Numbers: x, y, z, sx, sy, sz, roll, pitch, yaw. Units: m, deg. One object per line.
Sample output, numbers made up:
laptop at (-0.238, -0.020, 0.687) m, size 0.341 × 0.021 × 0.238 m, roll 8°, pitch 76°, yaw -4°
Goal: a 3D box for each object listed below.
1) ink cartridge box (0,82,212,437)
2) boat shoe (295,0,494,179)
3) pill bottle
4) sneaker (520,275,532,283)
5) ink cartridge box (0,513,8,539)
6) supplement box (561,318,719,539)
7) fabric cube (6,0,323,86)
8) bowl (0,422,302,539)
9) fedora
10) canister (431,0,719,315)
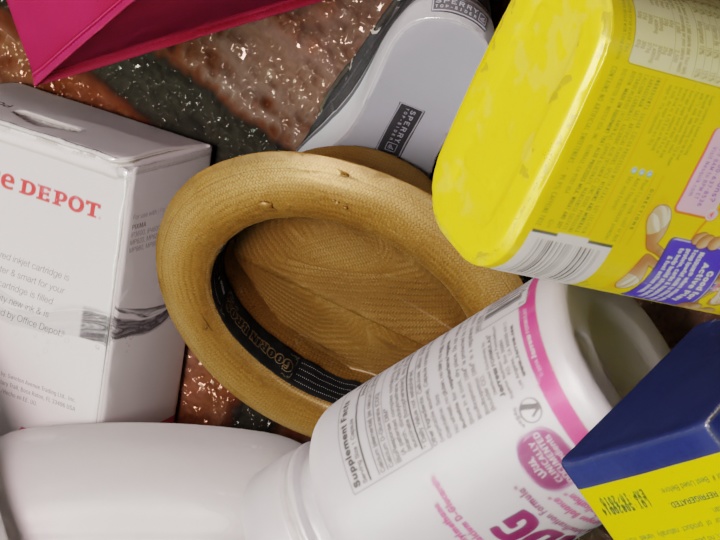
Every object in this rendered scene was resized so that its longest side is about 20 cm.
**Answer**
ink cartridge box at (-0.170, 0.012, 1.519) m, size 0.145 × 0.085 × 0.201 m, roll 18°, pitch 111°, yaw 28°
boat shoe at (0.013, -0.076, 1.408) m, size 0.068 × 0.057 × 0.200 m, roll 24°, pitch 133°, yaw -14°
pill bottle at (0.048, 0.091, 1.308) m, size 0.199 × 0.113 × 0.114 m, roll -33°, pitch 81°, yaw 26°
sneaker at (0.121, -0.082, 1.336) m, size 0.200 × 0.075 × 0.081 m, roll -47°, pitch 65°, yaw 28°
ink cartridge box at (-0.260, 0.110, 1.463) m, size 0.147 × 0.083 × 0.201 m, roll -57°, pitch 43°, yaw 44°
supplement box at (0.200, 0.121, 1.194) m, size 0.201 × 0.109 × 0.109 m, roll 55°, pitch 148°, yaw -9°
fabric cube at (-0.074, -0.227, 1.315) m, size 0.196 × 0.199 × 0.201 m, roll -26°, pitch 83°, yaw 64°
bowl at (-0.113, 0.184, 1.463) m, size 0.198 × 0.075 × 0.201 m, roll 1°, pitch 111°, yaw 6°
fedora at (0.000, 0.000, 1.385) m, size 0.199 × 0.082 × 0.201 m, roll 11°, pitch 134°, yaw 12°
canister at (0.146, -0.054, 1.236) m, size 0.087 × 0.199 × 0.149 m, roll 51°, pitch 123°, yaw 49°
